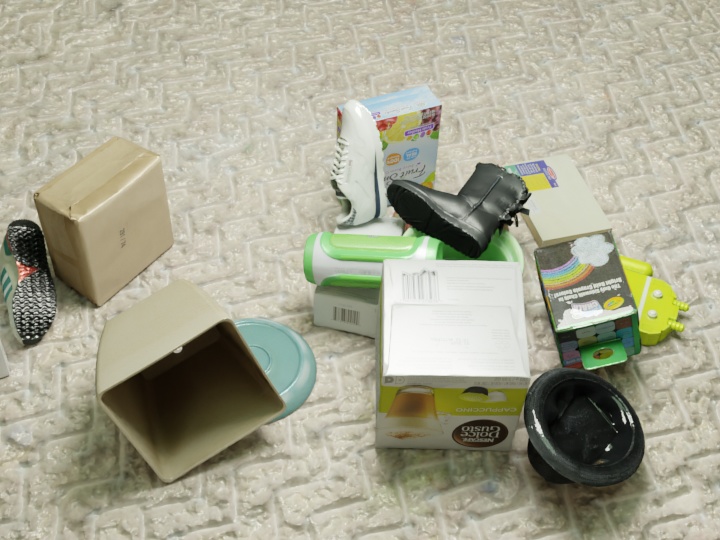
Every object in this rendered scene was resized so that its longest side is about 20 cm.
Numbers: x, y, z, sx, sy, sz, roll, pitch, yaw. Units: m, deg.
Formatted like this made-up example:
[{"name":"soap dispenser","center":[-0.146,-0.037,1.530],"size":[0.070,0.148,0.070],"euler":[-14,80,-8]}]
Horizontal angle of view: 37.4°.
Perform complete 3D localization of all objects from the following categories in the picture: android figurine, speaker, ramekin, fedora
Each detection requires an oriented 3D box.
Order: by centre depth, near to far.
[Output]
[{"name":"fedora","center":[0.295,0.232,1.483],"size":[0.200,0.092,0.201],"euler":[16,45,-17]},{"name":"speaker","center":[0.019,-0.013,1.591],"size":[0.199,0.089,0.089],"euler":[3,47,12]},{"name":"ramekin","center":[0.154,0.011,1.688],"size":[0.199,0.098,0.201],"euler":[2,47,-2]},{"name":"android figurine","center":[0.423,0.051,1.706],"size":[0.199,0.041,0.182],"euler":[18,49,15]}]

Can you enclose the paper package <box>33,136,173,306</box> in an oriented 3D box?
[{"name":"paper package","center":[-0.397,-0.080,1.675],"size":[0.103,0.200,0.191],"euler":[29,53,23]}]

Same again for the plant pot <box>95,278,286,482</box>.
[{"name":"plant pot","center":[-0.253,0.132,1.480],"size":[0.200,0.200,0.177],"euler":[-31,40,-6]}]

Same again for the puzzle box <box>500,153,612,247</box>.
[{"name":"puzzle box","center":[0.341,-0.124,1.871],"size":[0.132,0.025,0.200],"euler":[-10,49,-11]}]

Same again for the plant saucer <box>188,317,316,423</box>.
[{"name":"plant saucer","center":[-0.165,0.143,1.600],"size":[0.199,0.027,0.201],"euler":[1,47,-1]}]

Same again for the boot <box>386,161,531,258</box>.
[{"name":"boot","center":[0.162,-0.118,1.691],"size":[0.198,0.073,0.162],"euler":[33,55,16]}]

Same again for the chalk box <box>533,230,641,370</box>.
[{"name":"chalk box","center":[0.344,0.065,1.591],"size":[0.124,0.124,0.201],"euler":[-14,53,8]}]

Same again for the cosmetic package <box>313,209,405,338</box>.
[{"name":"cosmetic package","center":[0.000,0.000,1.704],"size":[0.112,0.081,0.200],"euler":[12,47,8]}]

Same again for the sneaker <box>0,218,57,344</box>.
[{"name":"sneaker","center":[-0.526,0.026,1.669],"size":[0.070,0.093,0.201],"euler":[-2,72,-31]}]

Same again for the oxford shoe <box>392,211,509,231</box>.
[{"name":"oxford shoe","center":[0.154,-0.074,1.802],"size":[0.199,0.071,0.074],"euler":[13,23,10]}]

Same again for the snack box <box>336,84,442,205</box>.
[{"name":"snack box","center":[0.046,-0.202,1.809],"size":[0.168,0.200,0.068],"euler":[-17,50,-16]}]

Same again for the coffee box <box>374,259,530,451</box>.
[{"name":"coffee box","center":[0.123,0.123,1.513],"size":[0.199,0.198,0.201],"euler":[2,51,-2]}]

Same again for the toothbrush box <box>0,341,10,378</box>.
[{"name":"toothbrush box","center":[-0.638,0.112,1.567],"size":[0.199,0.085,0.147],"euler":[-18,51,-20]}]

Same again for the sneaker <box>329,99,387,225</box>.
[{"name":"sneaker","center":[-0.011,-0.167,1.676],"size":[0.080,0.201,0.076],"euler":[-14,21,-15]}]
